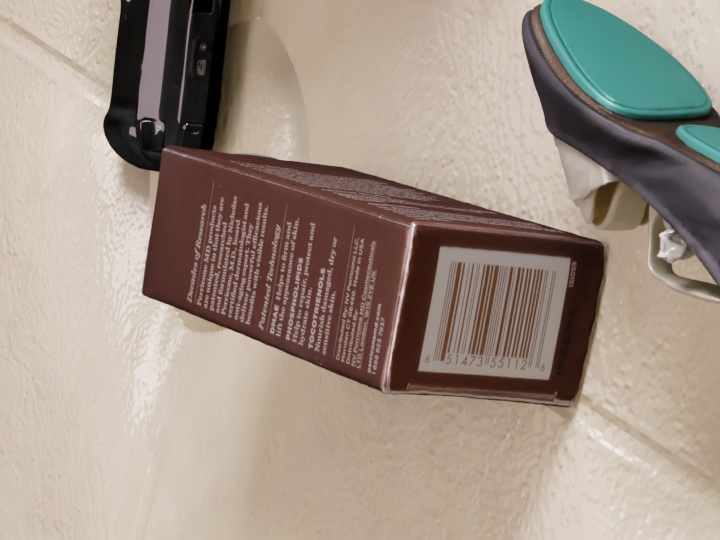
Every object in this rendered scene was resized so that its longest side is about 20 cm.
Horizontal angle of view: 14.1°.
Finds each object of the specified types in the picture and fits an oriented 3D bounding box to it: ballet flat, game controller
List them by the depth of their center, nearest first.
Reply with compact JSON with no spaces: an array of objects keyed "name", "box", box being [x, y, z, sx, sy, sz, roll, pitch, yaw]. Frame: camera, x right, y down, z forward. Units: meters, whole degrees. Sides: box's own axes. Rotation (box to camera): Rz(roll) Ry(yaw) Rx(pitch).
[{"name":"ballet flat","box":[0.113,-0.035,1.093,0.200,0.073,0.073,44,121,47]},{"name":"game controller","box":[-0.091,-0.149,1.444,0.104,0.042,0.201,-167,84,-70]}]

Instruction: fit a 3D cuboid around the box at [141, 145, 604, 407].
[{"name":"box","box":[0.000,0.000,1.225,0.200,0.100,0.075,22,104,55]}]
